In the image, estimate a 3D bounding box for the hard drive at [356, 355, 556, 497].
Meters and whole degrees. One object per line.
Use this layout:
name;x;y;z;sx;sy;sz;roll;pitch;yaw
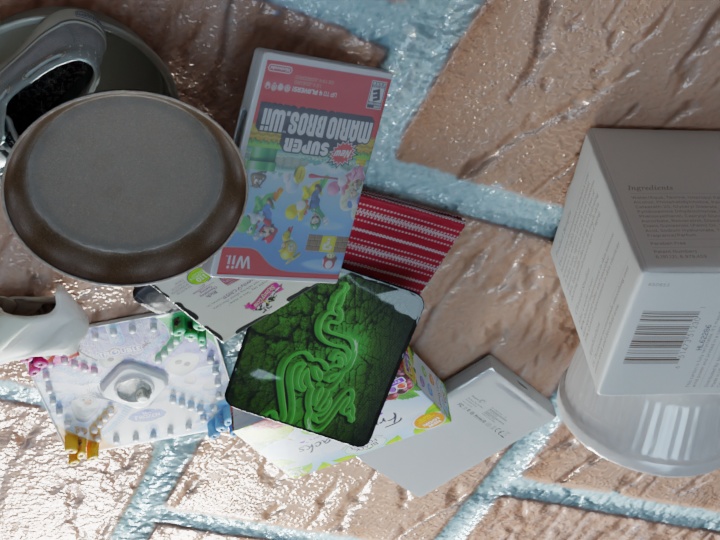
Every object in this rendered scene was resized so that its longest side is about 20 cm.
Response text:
hard drive;0.106;0.181;1.678;0.200;0.026;0.132;-34;131;23

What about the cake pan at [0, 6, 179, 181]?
cake pan;-0.256;-0.147;1.265;0.199;0.037;0.201;-6;136;-5

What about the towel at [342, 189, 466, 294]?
towel;0.000;0.000;1.476;0.144;0.023;0.200;14;131;-23

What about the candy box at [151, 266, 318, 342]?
candy box;-0.136;-0.034;1.338;0.136;0.061;0.200;-31;133;16

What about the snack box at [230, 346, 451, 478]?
snack box;-0.021;0.148;1.585;0.199;0.053;0.142;-22;144;17

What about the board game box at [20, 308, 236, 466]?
board game box;-0.240;0.127;1.559;0.199;0.026;0.200;-10;136;1

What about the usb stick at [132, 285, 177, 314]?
usb stick;-0.140;-0.023;1.419;0.200;0.033;0.055;-37;133;25

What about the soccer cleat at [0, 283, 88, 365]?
soccer cleat;-0.367;0.065;1.451;0.199;0.069;0.078;-16;119;6

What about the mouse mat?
mouse mat;-0.039;0.082;1.485;0.160;0.008;0.201;18;120;-4

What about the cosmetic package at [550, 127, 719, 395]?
cosmetic package;0.295;-0.010;1.390;0.166;0.200;0.168;0;135;-11

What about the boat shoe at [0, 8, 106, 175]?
boat shoe;-0.279;-0.128;1.202;0.070;0.072;0.201;28;124;-33

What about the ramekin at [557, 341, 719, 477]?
ramekin;0.311;0.116;1.536;0.201;0.203;0.095;1;122;-12

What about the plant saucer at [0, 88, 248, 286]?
plant saucer;-0.193;-0.071;1.203;0.199;0.032;0.201;-6;131;-7

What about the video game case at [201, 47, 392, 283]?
video game case;-0.054;-0.087;1.285;0.143;0.017;0.201;3;109;-39
